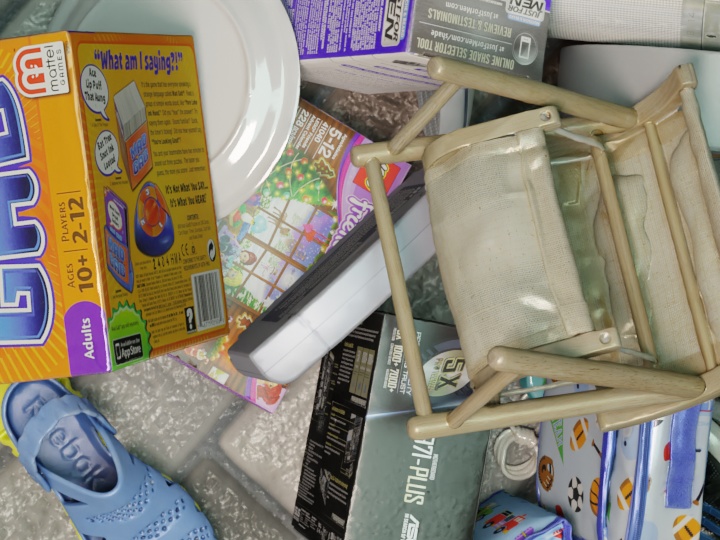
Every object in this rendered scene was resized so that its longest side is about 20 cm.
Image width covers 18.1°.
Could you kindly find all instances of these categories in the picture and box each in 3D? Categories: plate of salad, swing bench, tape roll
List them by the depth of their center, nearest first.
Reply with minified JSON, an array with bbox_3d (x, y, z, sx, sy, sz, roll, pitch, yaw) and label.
[{"bbox_3d":[0.122,-0.013,1.388,0.199,0.130,0.200,0,66,-27],"label":"swing bench"},{"bbox_3d":[-0.128,-0.124,1.525,0.199,0.048,0.202,-1,87,23],"label":"plate of salad"},{"bbox_3d":[0.233,-0.112,1.552,0.199,0.200,0.067,6,92,-12],"label":"tape roll"}]

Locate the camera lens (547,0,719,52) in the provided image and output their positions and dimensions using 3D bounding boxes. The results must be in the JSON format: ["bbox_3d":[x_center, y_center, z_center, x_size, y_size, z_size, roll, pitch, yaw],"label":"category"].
[{"bbox_3d":[0.198,-0.228,1.503,0.198,0.160,0.161,6,90,9],"label":"camera lens"}]

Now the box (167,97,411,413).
[{"bbox_3d":[-0.072,-0.021,1.569,0.136,0.039,0.201,30,85,-12],"label":"box"}]

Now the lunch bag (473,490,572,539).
[{"bbox_3d":[0.045,0.235,1.544,0.199,0.151,0.095,-21,96,-11],"label":"lunch bag"}]

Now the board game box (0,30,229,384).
[{"bbox_3d":[-0.218,-0.038,1.421,0.198,0.200,0.201,-6,93,18],"label":"board game box"}]

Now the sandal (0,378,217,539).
[{"bbox_3d":[-0.173,0.147,1.529,0.200,0.087,0.080,43,81,-12],"label":"sandal"}]

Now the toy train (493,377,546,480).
[{"bbox_3d":[0.199,0.100,1.623,0.198,0.056,0.151,3,90,-13],"label":"toy train"}]

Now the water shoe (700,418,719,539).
[{"bbox_3d":[0.237,0.174,1.585,0.079,0.072,0.201,-33,131,-9],"label":"water shoe"}]

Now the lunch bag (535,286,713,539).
[{"bbox_3d":[0.179,0.090,1.510,0.075,0.160,0.202,2,96,-18],"label":"lunch bag"}]

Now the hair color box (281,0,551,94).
[{"bbox_3d":[0.022,-0.157,1.492,0.109,0.199,0.065,9,88,-34],"label":"hair color box"}]

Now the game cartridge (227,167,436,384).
[{"bbox_3d":[0.000,0.000,1.499,0.200,0.133,0.041,-43,94,-9],"label":"game cartridge"}]

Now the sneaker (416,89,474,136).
[{"bbox_3d":[0.081,-0.185,1.582,0.070,0.073,0.202,4,92,-14],"label":"sneaker"}]

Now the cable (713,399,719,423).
[{"bbox_3d":[0.362,0.090,1.600,0.200,0.069,0.200,-39,138,10],"label":"cable"}]

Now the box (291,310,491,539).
[{"bbox_3d":[0.023,0.111,1.511,0.085,0.200,0.165,10,88,-10],"label":"box"}]
